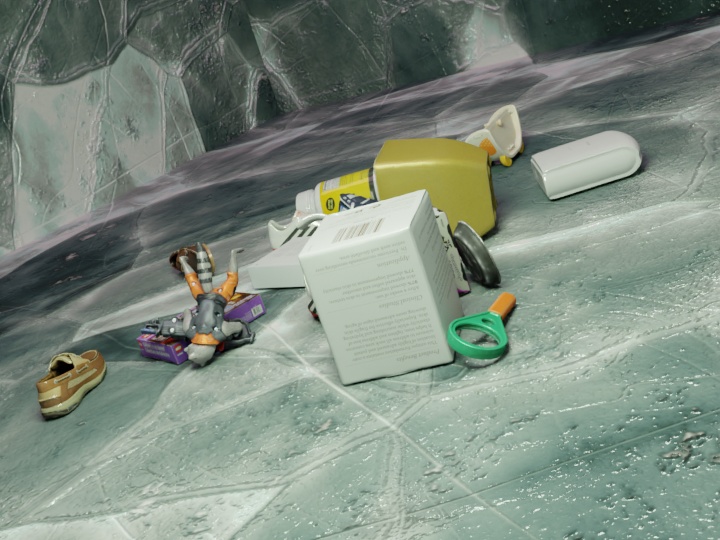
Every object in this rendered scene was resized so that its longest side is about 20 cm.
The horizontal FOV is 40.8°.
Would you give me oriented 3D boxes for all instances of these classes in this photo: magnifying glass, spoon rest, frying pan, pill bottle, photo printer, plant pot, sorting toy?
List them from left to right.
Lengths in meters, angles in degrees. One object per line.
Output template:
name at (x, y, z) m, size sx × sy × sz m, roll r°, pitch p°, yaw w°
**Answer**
pill bottle at (-0.033, -0.147, 2.105) m, size 0.197 × 0.116 × 0.114 m, roll -15°, pitch 17°, yaw 16°
spoon rest at (-0.019, -0.023, 1.595) m, size 0.061 × 0.200 × 0.099 m, roll -45°, pitch -7°, yaw 7°
plant pot at (0.146, -0.138, 1.773) m, size 0.197 × 0.197 × 0.196 m, roll -7°, pitch 19°, yaw 12°
frying pan at (0.168, -0.032, 1.535) m, size 0.031 × 0.116 × 0.190 m, roll -33°, pitch 18°, yaw -8°
sorting toy at (0.270, -0.283, 2.248) m, size 0.178 × 0.108 × 0.200 m, roll -17°, pitch 16°, yaw 34°
magnifying glass at (0.175, 0.072, 1.324) m, size 0.079 × 0.023 × 0.200 m, roll 20°, pitch 27°, yaw 17°
photo printer at (0.437, -0.209, 1.863) m, size 0.197 × 0.070 × 0.167 m, roll -17°, pitch 17°, yaw 7°

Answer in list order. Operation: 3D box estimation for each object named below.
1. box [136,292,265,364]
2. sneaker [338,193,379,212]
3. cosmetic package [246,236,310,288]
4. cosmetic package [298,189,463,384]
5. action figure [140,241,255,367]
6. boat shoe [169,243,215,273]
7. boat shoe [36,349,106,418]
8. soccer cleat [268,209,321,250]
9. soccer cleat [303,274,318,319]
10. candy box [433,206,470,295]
box at (-0.287, 0.099, 1.746) m, size 0.199 × 0.040 × 0.136 m, roll -31°, pitch 20°, yaw -34°
sneaker at (0.000, -0.090, 1.819) m, size 0.107 × 0.071 × 0.200 m, roll 14°, pitch 22°, yaw 5°
cosmetic package at (-0.101, -0.019, 1.890) m, size 0.198 × 0.052 × 0.150 m, roll -3°, pitch 21°, yaw 42°
cosmetic package at (0.035, 0.022, 1.355) m, size 0.165 × 0.202 × 0.167 m, roll -13°, pitch 19°, yaw 16°
action figure at (-0.278, 0.062, 1.614) m, size 0.197 × 0.196 × 0.105 m, roll -4°, pitch -19°, yaw 2°
boat shoe at (-0.377, -0.018, 2.159) m, size 0.070 × 0.071 × 0.200 m, roll -18°, pitch 7°, yaw -22°
boat shoe at (-0.498, 0.178, 1.669) m, size 0.075 × 0.075 × 0.200 m, roll -15°, pitch 17°, yaw 10°
soccer cleat at (-0.099, -0.092, 2.029) m, size 0.197 × 0.086 × 0.069 m, roll -16°, pitch 17°, yaw 11°
soccer cleat at (-0.038, 0.047, 1.558) m, size 0.068 × 0.086 × 0.199 m, roll -25°, pitch 18°, yaw -21°
candy box at (0.103, -0.039, 1.583) m, size 0.060 × 0.138 × 0.200 m, roll -23°, pitch 18°, yaw -9°
